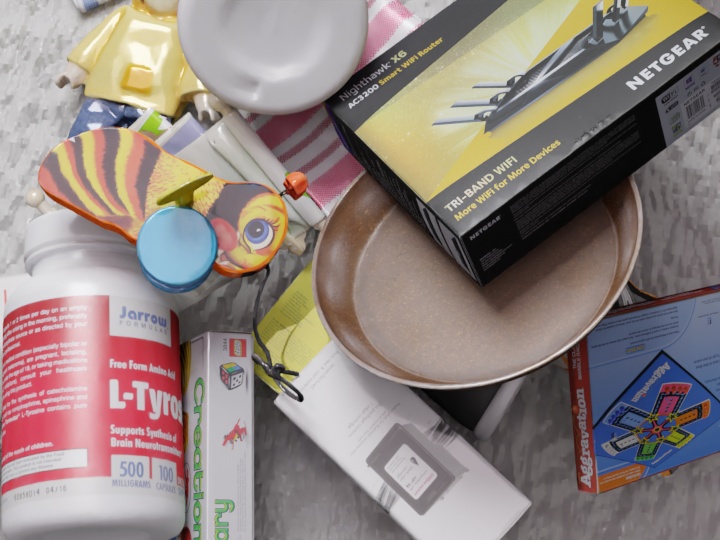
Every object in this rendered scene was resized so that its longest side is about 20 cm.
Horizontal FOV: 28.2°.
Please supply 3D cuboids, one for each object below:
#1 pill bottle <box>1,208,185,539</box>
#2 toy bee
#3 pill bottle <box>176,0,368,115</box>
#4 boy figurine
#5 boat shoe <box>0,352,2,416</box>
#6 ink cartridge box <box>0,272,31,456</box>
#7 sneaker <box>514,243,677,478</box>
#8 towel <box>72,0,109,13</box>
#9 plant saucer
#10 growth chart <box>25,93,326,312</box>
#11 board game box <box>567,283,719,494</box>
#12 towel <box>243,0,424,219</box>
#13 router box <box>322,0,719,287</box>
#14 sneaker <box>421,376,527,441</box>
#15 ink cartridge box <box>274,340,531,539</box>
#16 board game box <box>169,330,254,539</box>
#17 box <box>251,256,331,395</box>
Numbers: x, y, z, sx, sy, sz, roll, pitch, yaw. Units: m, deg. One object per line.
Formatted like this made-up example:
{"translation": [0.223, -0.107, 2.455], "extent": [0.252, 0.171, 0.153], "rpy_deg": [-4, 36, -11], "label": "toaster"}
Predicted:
{"translation": [-0.168, 0.069, 0.902], "extent": [0.112, 0.112, 0.201], "rpy_deg": [-6, 71, 4], "label": "pill bottle"}
{"translation": [-0.089, -0.030, 0.870], "extent": [0.200, 0.131, 0.109], "rpy_deg": [43, 79, -24], "label": "toy bee"}
{"translation": [-0.059, -0.186, 0.921], "extent": [0.113, 0.200, 0.114], "rpy_deg": [-2, 117, -4], "label": "pill bottle"}
{"translation": [-0.151, -0.140, 1.020], "extent": [0.124, 0.064, 0.201], "rpy_deg": [20, 84, 11], "label": "boy figurine"}
{"translation": [-0.286, 0.021, 0.931], "extent": [0.072, 0.060, 0.202], "rpy_deg": [-19, 75, 1], "label": "boat shoe"}
{"translation": [-0.265, 0.069, 0.984], "extent": [0.199, 0.068, 0.117], "rpy_deg": [-9, 77, 3], "label": "ink cartridge box"}
{"translation": [0.164, 0.051, 0.910], "extent": [0.077, 0.078, 0.200], "rpy_deg": [-40, 119, -15], "label": "sneaker"}
{"translation": [-0.155, -0.295, 1.073], "extent": [0.199, 0.024, 0.147], "rpy_deg": [-27, 78, -1], "label": "towel"}
{"translation": [0.070, -0.008, 0.848], "extent": [0.199, 0.035, 0.201], "rpy_deg": [-11, 52, 15], "label": "plant saucer"}
{"translation": [-0.125, -0.040, 0.948], "extent": [0.200, 0.018, 0.145], "rpy_deg": [-24, 109, 34], "label": "growth chart"}
{"translation": [0.204, 0.066, 0.891], "extent": [0.199, 0.019, 0.103], "rpy_deg": [-9, 96, -39], "label": "board game box"}
{"translation": [0.031, -0.080, 0.934], "extent": [0.146, 0.030, 0.200], "rpy_deg": [-45, 75, -5], "label": "towel"}
{"translation": [0.100, -0.105, 0.854], "extent": [0.200, 0.052, 0.157], "rpy_deg": [-37, 49, -7], "label": "router box"}
{"translation": [0.091, 0.004, 0.964], "extent": [0.099, 0.071, 0.201], "rpy_deg": [29, 86, 5], "label": "sneaker"}
{"translation": [0.043, 0.135, 0.920], "extent": [0.200, 0.116, 0.067], "rpy_deg": [43, 84, 11], "label": "ink cartridge box"}
{"translation": [-0.104, 0.147, 0.925], "extent": [0.034, 0.126, 0.201], "rpy_deg": [4, 77, -24], "label": "board game box"}
{"translation": [0.000, 0.000, 0.972], "extent": [0.050, 0.075, 0.200], "rpy_deg": [39, 83, 11], "label": "box"}
